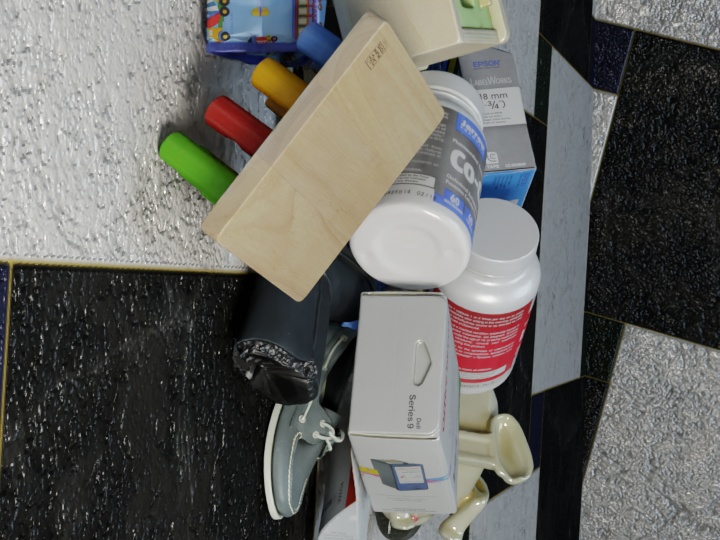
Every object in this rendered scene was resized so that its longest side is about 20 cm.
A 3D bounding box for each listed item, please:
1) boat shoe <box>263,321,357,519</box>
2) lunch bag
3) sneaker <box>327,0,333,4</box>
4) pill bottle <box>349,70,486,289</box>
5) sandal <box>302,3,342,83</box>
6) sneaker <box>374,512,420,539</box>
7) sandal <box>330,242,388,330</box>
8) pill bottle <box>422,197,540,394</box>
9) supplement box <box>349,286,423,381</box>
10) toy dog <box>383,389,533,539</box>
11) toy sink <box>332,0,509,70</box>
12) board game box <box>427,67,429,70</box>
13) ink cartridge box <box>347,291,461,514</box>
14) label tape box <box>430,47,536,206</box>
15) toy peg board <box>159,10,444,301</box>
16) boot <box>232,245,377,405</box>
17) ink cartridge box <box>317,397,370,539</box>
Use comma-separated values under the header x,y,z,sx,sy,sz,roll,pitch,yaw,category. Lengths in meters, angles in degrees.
x,y,z,sx,sy,sz,roll,pitch,yaw,category
-0.045,0.139,1.415,0.073,0.062,0.201,67,31,-60,boat shoe
-0.066,-0.249,1.247,0.200,0.094,0.151,-34,124,-84,lunch bag
-0.027,-0.238,1.388,0.089,0.075,0.201,-57,136,-64,sneaker
0.059,-0.090,1.412,0.114,0.113,0.200,76,19,-45,pill bottle
-0.031,-0.141,1.383,0.070,0.077,0.212,-91,-173,-74,sandal
0.067,0.228,1.789,0.114,0.076,0.200,42,47,-61,sneaker
0.000,0.000,1.502,0.079,0.087,0.201,-30,123,-73,sandal
0.119,0.025,1.512,0.200,0.112,0.112,100,6,-49,pill bottle
0.031,0.019,1.628,0.126,0.073,0.201,2,90,-75,supplement box
0.069,0.199,1.625,0.200,0.139,0.194,122,-37,-48,toy dog
0.058,-0.254,1.346,0.200,0.112,0.131,-19,96,-69,toy sink
0.040,-0.206,1.621,0.135,0.045,0.200,-66,161,-51,board game box
0.046,0.127,1.405,0.200,0.087,0.146,78,14,-62,ink cartridge box
0.128,-0.163,1.585,0.144,0.063,0.201,99,-17,-68,label tape box
-0.051,-0.102,1.166,0.199,0.098,0.200,-53,159,-2,toy peg board
-0.050,0.048,1.346,0.200,0.076,0.169,56,36,-54,boot
-0.015,0.186,1.478,0.160,0.047,0.200,-81,171,-48,ink cartridge box
